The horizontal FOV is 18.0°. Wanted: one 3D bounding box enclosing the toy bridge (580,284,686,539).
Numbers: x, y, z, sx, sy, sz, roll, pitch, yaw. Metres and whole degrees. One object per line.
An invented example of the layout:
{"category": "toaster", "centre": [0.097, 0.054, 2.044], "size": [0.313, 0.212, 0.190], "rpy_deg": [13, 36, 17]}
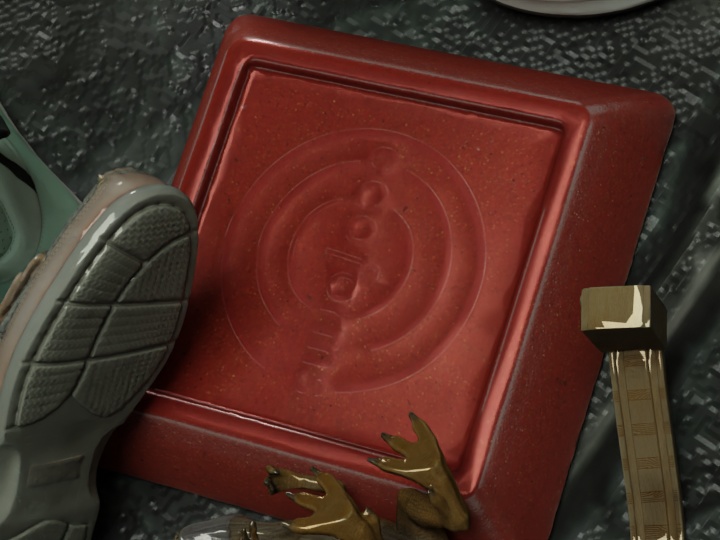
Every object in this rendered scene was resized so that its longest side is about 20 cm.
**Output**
{"category": "toy bridge", "centre": [0.099, 0.110, 0.793], "size": [0.027, 0.067, 0.201], "rpy_deg": [-6, 72, 17]}

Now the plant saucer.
{"category": "plant saucer", "centre": [0.000, 0.000, 0.883], "size": [0.199, 0.037, 0.200], "rpy_deg": [14, 77, 22]}

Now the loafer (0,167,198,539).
{"category": "loafer", "centre": [-0.123, 0.045, 0.862], "size": [0.063, 0.072, 0.201], "rpy_deg": [39, 117, 37]}

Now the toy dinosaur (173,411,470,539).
{"category": "toy dinosaur", "centre": [0.022, 0.109, 0.822], "size": [0.199, 0.106, 0.060], "rpy_deg": [21, 58, 29]}

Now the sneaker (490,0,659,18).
{"category": "sneaker", "centre": [0.119, -0.156, 0.849], "size": [0.199, 0.115, 0.076], "rpy_deg": [-6, 71, 18]}

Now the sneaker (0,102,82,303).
{"category": "sneaker", "centre": [-0.190, -0.061, 0.924], "size": [0.200, 0.118, 0.074], "rpy_deg": [38, 89, 27]}
